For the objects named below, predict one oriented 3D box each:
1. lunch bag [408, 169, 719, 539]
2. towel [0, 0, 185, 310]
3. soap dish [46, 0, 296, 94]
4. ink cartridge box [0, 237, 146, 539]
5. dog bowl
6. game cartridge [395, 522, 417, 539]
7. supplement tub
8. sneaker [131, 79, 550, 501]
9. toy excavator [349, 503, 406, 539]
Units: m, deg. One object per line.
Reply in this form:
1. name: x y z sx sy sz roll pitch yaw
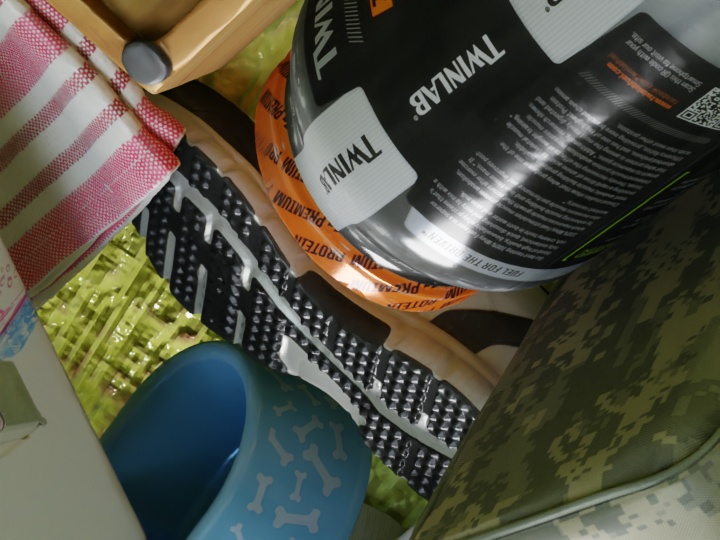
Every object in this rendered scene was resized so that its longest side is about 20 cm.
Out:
1. lunch bag: 0.129 0.077 0.902 0.139 0.200 0.168 -28 110 40
2. towel: -0.157 -0.080 1.015 0.200 0.030 0.146 44 148 -5
3. soap dish: -0.051 -0.154 0.888 0.157 0.081 0.200 43 134 -10
4. ink cartridge box: -0.177 0.027 1.030 0.144 0.084 0.201 8 126 54
5. dog bowl: -0.077 0.111 1.061 0.049 0.111 0.200 33 97 -33
6. game cartridge: 0.020 0.139 1.068 0.041 0.133 0.200 59 141 21
7. supplement tub: 0.061 -0.073 0.866 0.122 0.123 0.200 43 134 -10
8. sneaker: 0.000 0.000 1.008 0.200 0.080 0.074 41 144 16
9. toy excavator: -0.077 0.160 1.181 0.199 0.100 0.195 6 130 7
